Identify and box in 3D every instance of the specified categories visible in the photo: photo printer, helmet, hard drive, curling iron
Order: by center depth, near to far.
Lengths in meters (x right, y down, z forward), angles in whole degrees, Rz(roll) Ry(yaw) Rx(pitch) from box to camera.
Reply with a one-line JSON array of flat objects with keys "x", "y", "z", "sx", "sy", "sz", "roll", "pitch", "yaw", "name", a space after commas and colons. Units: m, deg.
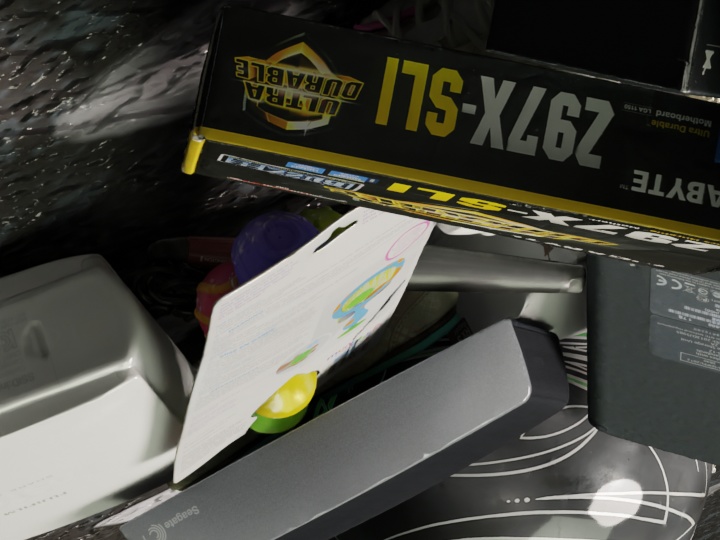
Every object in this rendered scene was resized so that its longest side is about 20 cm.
[{"x": -0.154, "y": 0.068, "z": 1.146, "sx": 0.166, "sy": 0.070, "sz": 0.200, "roll": -20, "pitch": 163, "yaw": 1, "name": "photo printer"}, {"x": 0.000, "y": 0.000, "z": 1.157, "sx": 0.200, "sy": 0.026, "sz": 0.050, "roll": -2, "pitch": 156, "yaw": -8, "name": "curling iron"}, {"x": 0.170, "y": 0.033, "z": 1.177, "sx": 0.139, "sy": 0.033, "sz": 0.200, "roll": 15, "pitch": 152, "yaw": 13, "name": "hard drive"}, {"x": 0.000, "y": 0.086, "z": 1.210, "sx": 0.200, "sy": 0.042, "sz": 0.135, "roll": -29, "pitch": 169, "yaw": 10, "name": "hard drive"}, {"x": 0.077, "y": 0.090, "z": 1.362, "sx": 0.191, "sy": 0.200, "sz": 0.200, "roll": -29, "pitch": 165, "yaw": 39, "name": "helmet"}]

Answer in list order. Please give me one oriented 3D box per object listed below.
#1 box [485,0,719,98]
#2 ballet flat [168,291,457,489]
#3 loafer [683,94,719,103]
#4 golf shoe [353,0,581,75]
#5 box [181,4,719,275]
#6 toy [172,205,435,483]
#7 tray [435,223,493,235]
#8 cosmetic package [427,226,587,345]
[{"x": 0.134, "y": -0.126, "z": 0.873, "sx": 0.079, "sy": 0.141, "sz": 0.200, "roll": 12, "pitch": -174, "yaw": 33, "name": "box"}, {"x": -0.034, "y": 0.039, "z": 1.258, "sx": 0.200, "sy": 0.062, "sz": 0.067, "roll": -35, "pitch": -174, "yaw": 35, "name": "ballet flat"}, {"x": 0.185, "y": -0.151, "z": 1.024, "sx": 0.200, "sy": 0.068, "sz": 0.076, "roll": -42, "pitch": 165, "yaw": -4, "name": "loafer"}, {"x": 0.045, "y": -0.086, "z": 0.995, "sx": 0.091, "sy": 0.075, "sz": 0.200, "roll": -11, "pitch": 157, "yaw": -32, "name": "golf shoe"}, {"x": 0.041, "y": -0.041, "z": 0.906, "sx": 0.200, "sy": 0.049, "sz": 0.160, "roll": 11, "pitch": 176, "yaw": -5, "name": "box"}, {"x": -0.032, "y": 0.011, "z": 1.076, "sx": 0.115, "sy": 0.047, "sz": 0.200, "roll": -33, "pitch": 162, "yaw": -20, "name": "toy"}, {"x": 0.109, "y": -0.065, "z": 1.120, "sx": 0.200, "sy": 0.107, "sz": 0.022, "roll": -23, "pitch": 119, "yaw": -11, "name": "tray"}, {"x": 0.132, "y": -0.030, "z": 1.279, "sx": 0.200, "sy": 0.081, "sz": 0.113, "roll": -12, "pitch": 158, "yaw": -37, "name": "cosmetic package"}]
